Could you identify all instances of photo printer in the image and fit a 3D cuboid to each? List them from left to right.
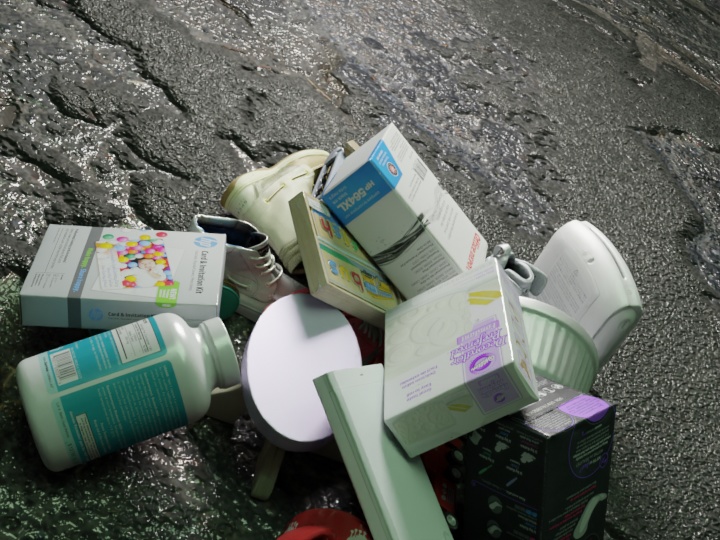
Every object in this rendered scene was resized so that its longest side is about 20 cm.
[{"bbox_3d":[0.277,0.048,1.353,0.069,0.201,0.167,3,44,-28],"label":"photo printer"}]

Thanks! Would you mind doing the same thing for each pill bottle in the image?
[{"bbox_3d":[-0.219,0.109,0.999,0.198,0.111,0.111,-18,54,-15],"label":"pill bottle"}]

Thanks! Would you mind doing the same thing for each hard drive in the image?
[{"bbox_3d":[0.026,0.192,1.015,0.132,0.026,0.202,3,62,-65],"label":"hard drive"}]

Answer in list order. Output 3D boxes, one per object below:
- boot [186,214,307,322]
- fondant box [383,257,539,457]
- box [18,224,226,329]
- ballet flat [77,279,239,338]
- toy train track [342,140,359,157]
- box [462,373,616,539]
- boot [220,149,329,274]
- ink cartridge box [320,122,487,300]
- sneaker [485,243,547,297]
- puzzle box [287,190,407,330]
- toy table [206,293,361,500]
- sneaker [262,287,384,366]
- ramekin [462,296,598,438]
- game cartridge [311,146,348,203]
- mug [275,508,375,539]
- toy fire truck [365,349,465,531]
[{"bbox_3d":[-0.123,0.002,1.239,0.198,0.096,0.074,19,39,-14],"label":"boot"},{"bbox_3d":[0.099,0.085,1.078,0.058,0.143,0.201,55,18,-26],"label":"fondant box"},{"bbox_3d":[-0.247,0.008,1.107,0.197,0.042,0.156,4,29,-6],"label":"box"},{"bbox_3d":[-0.235,0.032,1.175,0.198,0.068,0.072,-13,35,-36],"label":"ballet flat"},{"bbox_3d":[0.048,-0.095,1.399,0.200,0.033,0.115,44,23,3],"label":"toy train track"},{"bbox_3d":[0.183,0.229,1.077,0.121,0.202,0.105,-14,22,-42],"label":"box"},{"bbox_3d":[-0.070,-0.078,1.385,0.155,0.072,0.199,45,41,17],"label":"boot"},{"bbox_3d":[0.058,-0.059,1.256,0.200,0.084,0.146,51,24,-11],"label":"ink cartridge box"},{"bbox_3d":[0.195,0.066,1.324,0.075,0.115,0.201,-18,75,-43],"label":"sneaker"},{"bbox_3d":[0.000,0.000,1.208,0.199,0.025,0.134,28,38,-47],"label":"puzzle box"},{"bbox_3d":[-0.076,0.135,1.104,0.183,0.118,0.201,28,39,-2],"label":"toy table"},{"bbox_3d":[-0.013,0.068,1.222,0.199,0.087,0.074,14,52,-33],"label":"sneaker"},{"bbox_3d":[0.173,0.129,1.211,0.201,0.203,0.095,24,49,-6],"label":"ramekin"},{"bbox_3d":[-0.007,-0.072,1.359,0.133,0.040,0.201,45,26,-15],"label":"game cartridge"},{"bbox_3d":[-0.038,0.303,0.902,0.132,0.179,0.201,24,34,0],"label":"mug"},{"bbox_3d":[0.045,0.198,1.138,0.140,0.049,0.201,34,37,-15],"label":"toy fire truck"}]
